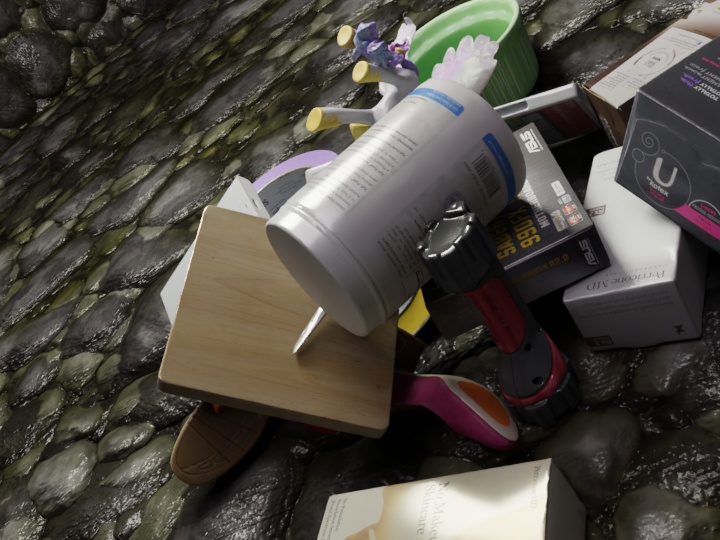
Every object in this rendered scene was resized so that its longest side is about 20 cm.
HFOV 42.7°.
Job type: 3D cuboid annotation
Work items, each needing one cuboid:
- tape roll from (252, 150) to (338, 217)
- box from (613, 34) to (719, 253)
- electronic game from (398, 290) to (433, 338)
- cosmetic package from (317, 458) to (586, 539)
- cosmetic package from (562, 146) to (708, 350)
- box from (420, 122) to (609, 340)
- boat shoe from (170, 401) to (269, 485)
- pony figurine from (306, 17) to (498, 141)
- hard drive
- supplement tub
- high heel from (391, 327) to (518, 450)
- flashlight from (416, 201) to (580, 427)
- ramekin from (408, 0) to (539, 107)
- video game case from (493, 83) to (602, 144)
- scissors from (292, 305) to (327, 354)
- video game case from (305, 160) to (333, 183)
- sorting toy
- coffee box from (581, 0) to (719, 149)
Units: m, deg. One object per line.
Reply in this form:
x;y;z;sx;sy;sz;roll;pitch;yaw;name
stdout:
-0.094;-0.073;1.242;0.199;0.066;0.201;-25;34;18;tape roll
0.329;-0.125;0.770;0.199;0.106;0.122;-32;56;-24;box
0.000;0.000;0.985;0.199;0.042;0.201;-4;77;18;electronic game
0.063;0.216;0.691;0.199;0.071;0.106;-18;35;28;cosmetic package
0.254;-0.029;0.830;0.101;0.074;0.201;-13;37;34;cosmetic package
0.124;-0.043;0.857;0.158;0.048;0.200;-26;33;12;box
-0.130;0.147;0.993;0.200;0.072;0.065;-56;-1;-23;boat shoe
0.047;-0.212;1.087;0.166;0.199;0.194;23;95;41;pony figurine
-0.184;-0.006;1.179;0.200;0.026;0.132;-53;41;18;hard drive
0.032;-0.056;0.787;0.200;0.132;0.132;-41;31;-14;supplement tub
0.060;0.132;0.837;0.200;0.067;0.096;35;103;45;high heel
0.112;0.043;0.749;0.068;0.200;0.068;-36;32;2;flashlight
0.142;-0.269;1.238;0.199;0.098;0.201;-25;33;18;ramekin
0.162;-0.154;1.031;0.199;0.143;0.018;-14;79;25;video game case
-0.004;-0.001;0.848;0.073;0.014;0.201;3;47;18;scissors
0.066;-0.116;1.046;0.181;0.200;0.024;-16;79;31;video game case
-0.070;0.056;0.855;0.070;0.199;0.200;114;167;-50;sorting toy
0.340;-0.186;0.916;0.199;0.113;0.080;-33;31;4;coffee box
